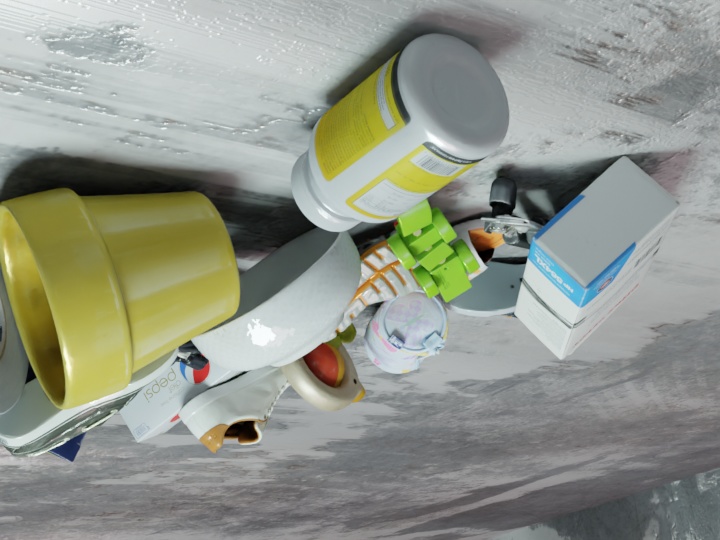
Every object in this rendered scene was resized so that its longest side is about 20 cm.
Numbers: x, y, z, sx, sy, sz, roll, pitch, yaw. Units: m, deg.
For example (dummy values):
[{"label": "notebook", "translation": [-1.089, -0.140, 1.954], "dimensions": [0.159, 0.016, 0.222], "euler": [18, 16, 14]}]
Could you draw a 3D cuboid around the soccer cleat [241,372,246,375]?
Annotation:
[{"label": "soccer cleat", "translation": [-0.196, 0.119, 1.677], "dimensions": [0.199, 0.065, 0.084], "euler": [-19, 158, 27]}]

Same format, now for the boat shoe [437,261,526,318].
[{"label": "boat shoe", "translation": [0.184, 0.033, 1.591], "dimensions": [0.199, 0.071, 0.091], "euler": [-6, 156, -14]}]

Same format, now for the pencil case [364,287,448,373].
[{"label": "pencil case", "translation": [0.056, 0.077, 1.600], "dimensions": [0.091, 0.083, 0.200], "euler": [35, 167, 0]}]

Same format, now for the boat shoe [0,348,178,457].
[{"label": "boat shoe", "translation": [-0.273, 0.121, 1.289], "dimensions": [0.199, 0.071, 0.064], "euler": [-27, 147, -12]}]

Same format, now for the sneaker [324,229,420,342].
[{"label": "sneaker", "translation": [0.000, 0.000, 1.439], "dimensions": [0.199, 0.077, 0.078], "euler": [-30, 127, 8]}]

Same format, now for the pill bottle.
[{"label": "pill bottle", "translation": [0.025, -0.108, 1.093], "dimensions": [0.112, 0.113, 0.200], "euler": [7, 155, -35]}]

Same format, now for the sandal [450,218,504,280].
[{"label": "sandal", "translation": [0.091, -0.002, 1.479], "dimensions": [0.206, 0.060, 0.079], "euler": [-21, 157, 30]}]

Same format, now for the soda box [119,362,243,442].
[{"label": "soda box", "translation": [-0.213, 0.134, 1.611], "dimensions": [0.200, 0.064, 0.068], "euler": [-37, 170, 20]}]

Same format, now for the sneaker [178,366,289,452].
[{"label": "sneaker", "translation": [-0.133, 0.174, 1.615], "dimensions": [0.200, 0.085, 0.073], "euler": [-25, 161, -42]}]

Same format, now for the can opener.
[{"label": "can opener", "translation": [0.181, -0.059, 1.380], "dimensions": [0.053, 0.067, 0.200], "euler": [4, 179, 23]}]

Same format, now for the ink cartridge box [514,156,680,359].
[{"label": "ink cartridge box", "translation": [0.250, -0.009, 1.385], "dimensions": [0.146, 0.084, 0.200], "euler": [-41, 162, -17]}]

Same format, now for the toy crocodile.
[{"label": "toy crocodile", "translation": [0.074, -0.025, 1.359], "dimensions": [0.067, 0.062, 0.200], "euler": [-34, 146, 5]}]

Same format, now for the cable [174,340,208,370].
[{"label": "cable", "translation": [-0.272, 0.079, 1.398], "dimensions": [0.199, 0.051, 0.163], "euler": [7, 173, 14]}]

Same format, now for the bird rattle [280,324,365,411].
[{"label": "bird rattle", "translation": [-0.061, 0.093, 1.551], "dimensions": [0.112, 0.163, 0.200], "euler": [-37, 160, 16]}]

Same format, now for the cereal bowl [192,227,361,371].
[{"label": "cereal bowl", "translation": [-0.078, 0.040, 1.334], "dimensions": [0.200, 0.084, 0.200], "euler": [-33, -168, 8]}]

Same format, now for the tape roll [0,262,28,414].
[{"label": "tape roll", "translation": [-0.388, 0.045, 1.208], "dimensions": [0.066, 0.201, 0.200], "euler": [-12, 160, 10]}]

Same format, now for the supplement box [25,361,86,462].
[{"label": "supplement box", "translation": [-0.385, 0.118, 1.396], "dimensions": [0.199, 0.109, 0.109], "euler": [13, 162, 38]}]

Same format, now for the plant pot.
[{"label": "plant pot", "translation": [-0.225, 0.008, 1.216], "dimensions": [0.188, 0.202, 0.201], "euler": [-18, 165, -24]}]
